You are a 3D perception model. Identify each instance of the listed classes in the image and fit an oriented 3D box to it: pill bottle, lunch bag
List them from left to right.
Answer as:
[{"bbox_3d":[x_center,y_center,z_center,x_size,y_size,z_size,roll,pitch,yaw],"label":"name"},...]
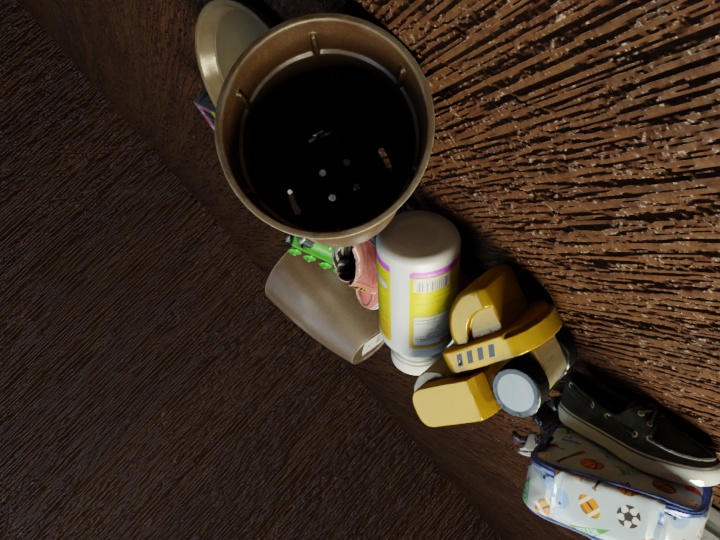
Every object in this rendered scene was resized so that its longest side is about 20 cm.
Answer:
[{"bbox_3d":[0.072,0.035,0.886,0.104,0.103,0.203,36,143,38],"label":"pill bottle"},{"bbox_3d":[0.285,0.237,0.791,0.196,0.078,0.159,15,-165,30],"label":"lunch bag"}]

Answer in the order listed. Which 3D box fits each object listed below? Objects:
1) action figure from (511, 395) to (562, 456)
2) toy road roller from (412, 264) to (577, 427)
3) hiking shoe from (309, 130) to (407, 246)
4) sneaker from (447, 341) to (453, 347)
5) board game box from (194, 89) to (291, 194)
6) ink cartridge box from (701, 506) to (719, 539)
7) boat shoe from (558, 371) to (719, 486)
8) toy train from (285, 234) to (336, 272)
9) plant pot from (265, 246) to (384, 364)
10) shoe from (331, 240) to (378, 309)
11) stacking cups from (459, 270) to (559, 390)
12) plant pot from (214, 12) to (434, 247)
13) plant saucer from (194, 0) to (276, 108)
[{"bbox_3d":[0.234,0.183,0.953,0.201,0.070,0.129,49,-149,11],"label":"action figure"},{"bbox_3d":[0.141,0.085,0.818,0.198,0.122,0.149,-23,93,42],"label":"toy road roller"},{"bbox_3d":[-0.003,-0.111,0.931,0.202,0.075,0.101,55,178,3],"label":"hiking shoe"},{"bbox_3d":[0.137,0.092,1.054,0.199,0.082,0.074,42,169,20],"label":"sneaker"},{"bbox_3d":[-0.180,-0.225,1.172,0.199,0.064,0.148,32,162,49],"label":"board game box"},{"bbox_3d":[0.428,0.393,0.863,0.199,0.147,0.147,31,161,50],"label":"ink cartridge box"},{"bbox_3d":[0.302,0.171,0.778,0.198,0.067,0.058,21,115,50],"label":"boat shoe"},{"bbox_3d":[-0.030,-0.019,1.137,0.197,0.043,0.056,24,160,-31],"label":"toy train"},{"bbox_3d":[-0.039,0.058,1.251,0.201,0.186,0.188,48,170,20],"label":"plant pot"},{"bbox_3d":[0.000,0.000,1.044,0.072,0.090,0.202,46,148,26],"label":"shoe"},{"bbox_3d":[0.176,0.076,0.908,0.199,0.060,0.061,43,168,19],"label":"stacking cups"},{"bbox_3d":[-0.027,-0.114,0.712,0.200,0.201,0.198,43,176,8],"label":"plant pot"},{"bbox_3d":[-0.134,-0.241,0.881,0.198,0.029,0.203,31,141,28],"label":"plant saucer"}]
